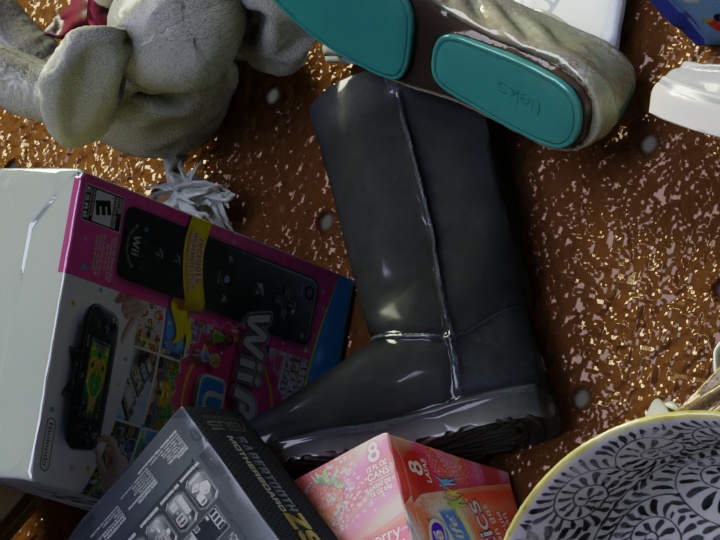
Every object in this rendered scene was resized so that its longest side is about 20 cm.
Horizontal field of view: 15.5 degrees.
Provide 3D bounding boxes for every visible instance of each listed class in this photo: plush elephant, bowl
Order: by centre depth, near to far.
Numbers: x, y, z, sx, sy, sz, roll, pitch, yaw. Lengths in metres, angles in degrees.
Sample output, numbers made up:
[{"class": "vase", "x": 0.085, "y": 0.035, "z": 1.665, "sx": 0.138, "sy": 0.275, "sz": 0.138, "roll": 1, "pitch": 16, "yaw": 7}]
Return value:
[{"class": "bowl", "x": 0.160, "y": 0.149, "z": 1.089, "sx": 0.200, "sy": 0.094, "sz": 0.202, "roll": 5, "pitch": 100, "yaw": 27}, {"class": "plush elephant", "x": -0.110, "y": -0.129, "z": 1.374, "sx": 0.201, "sy": 0.164, "sz": 0.155, "roll": 60, "pitch": 156, "yaw": 19}]

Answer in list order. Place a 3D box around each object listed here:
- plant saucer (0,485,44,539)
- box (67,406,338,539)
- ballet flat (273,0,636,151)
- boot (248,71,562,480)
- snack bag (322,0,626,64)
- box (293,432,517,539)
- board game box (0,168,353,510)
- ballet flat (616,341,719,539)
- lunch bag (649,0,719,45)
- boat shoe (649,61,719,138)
[{"class": "plant saucer", "x": -0.180, "y": 0.098, "z": 1.343, "sx": 0.200, "sy": 0.048, "sz": 0.200, "roll": -51, "pitch": -1, "yaw": -38}, {"class": "box", "x": -0.085, "y": 0.185, "z": 1.190, "sx": 0.200, "sy": 0.051, "sz": 0.158, "roll": -50, "pitch": 60, "yaw": 19}, {"class": "ballet flat", "x": 0.042, "y": -0.117, "z": 1.278, "sx": 0.200, "sy": 0.062, "sz": 0.068, "roll": 31, "pitch": 134, "yaw": 18}, {"class": "boot", "x": 0.001, "y": 0.000, "z": 1.284, "sx": 0.164, "sy": 0.066, "sz": 0.201, "roll": -12, "pitch": 68, "yaw": 2}, {"class": "snack bag", "x": 0.071, "y": -0.197, "z": 1.346, "sx": 0.188, "sy": 0.021, "sz": 0.201, "roll": 5, "pitch": 79, "yaw": 40}, {"class": "box", "x": -0.024, "y": 0.166, "z": 1.249, "sx": 0.200, "sy": 0.102, "sz": 0.095, "roll": -31, "pitch": 58, "yaw": 29}, {"class": "board game box", "x": -0.098, "y": 0.048, "z": 1.283, "sx": 0.064, "sy": 0.200, "sz": 0.148, "roll": 0, "pitch": 76, "yaw": 39}, {"class": "ballet flat", "x": 0.164, "y": 0.061, "z": 1.160, "sx": 0.200, "sy": 0.068, "sz": 0.072, "roll": -52, "pitch": 30, "yaw": 14}, {"class": "lunch bag", "x": 0.163, "y": -0.171, "z": 1.140, "sx": 0.150, "sy": 0.200, "sz": 0.095, "roll": 1, "pitch": 76, "yaw": 39}, {"class": "boat shoe", "x": 0.217, "y": -0.080, "z": 1.144, "sx": 0.199, "sy": 0.072, "sz": 0.069, "roll": 11, "pitch": 94, "yaw": 42}]
